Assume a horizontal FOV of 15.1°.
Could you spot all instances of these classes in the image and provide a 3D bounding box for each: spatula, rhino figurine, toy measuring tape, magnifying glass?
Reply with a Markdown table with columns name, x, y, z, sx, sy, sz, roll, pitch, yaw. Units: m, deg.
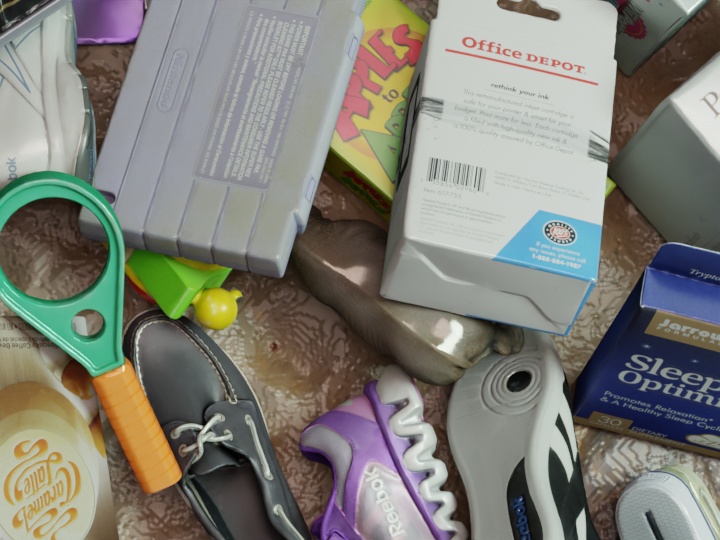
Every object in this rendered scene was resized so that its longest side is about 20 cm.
| name | x | y | z | sx | sy | sz | roll | pitch | yaw |
| --- | --- | --- | --- | --- | --- | --- | --- | --- | --- |
| spatula | -0.098 | -0.169 | 1.656 | 0.198 | 0.021 | 0.057 | -3 | 79 | 11 |
| rhino figurine | 0.000 | 0.000 | 1.608 | 0.200 | 0.087 | 0.060 | 37 | 105 | 15 |
| toy measuring tape | -0.130 | -0.042 | 1.628 | 0.073 | 0.074 | 0.200 | -34 | 67 | -12 |
| magnifying glass | -0.151 | 0.037 | 1.533 | 0.079 | 0.022 | 0.201 | -23 | 112 | -1 |

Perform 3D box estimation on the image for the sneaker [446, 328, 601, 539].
| name | x | y | z | sx | sy | sz | roll | pitch | yaw |
| --- | --- | --- | --- | --- | --- | --- | --- | --- | --- |
| sneaker | 0.106 | 0.135 | 1.618 | 0.073 | 0.112 | 0.201 | -18 | 45 | 21 |

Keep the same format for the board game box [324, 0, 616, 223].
| name | x | y | z | sx | sy | sz | roll | pitch | yaw |
| --- | --- | --- | --- | --- | --- | --- | --- | --- | --- |
| board game box | 0.046 | -0.075 | 1.657 | 0.200 | 0.048 | 0.102 | 40 | 77 | 2 |

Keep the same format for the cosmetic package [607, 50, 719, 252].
| name | x | y | z | sx | sy | sz | roll | pitch | yaw |
| --- | --- | --- | --- | --- | --- | --- | --- | --- | --- |
| cosmetic package | 0.284 | -0.057 | 1.624 | 0.165 | 0.165 | 0.200 | -40 | 86 | -14 |

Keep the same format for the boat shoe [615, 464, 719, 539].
| name | x | y | z | sx | sy | sz | roll | pitch | yaw |
| --- | --- | --- | --- | --- | --- | --- | --- | --- | --- |
| boat shoe | 0.215 | 0.208 | 1.615 | 0.062 | 0.072 | 0.201 | -24 | 95 | -55 |

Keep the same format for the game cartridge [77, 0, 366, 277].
| name | x | y | z | sx | sy | sz | roll | pitch | yaw |
| --- | --- | --- | --- | --- | --- | --- | --- | --- | --- |
| game cartridge | -0.076 | -0.098 | 1.591 | 0.129 | 0.038 | 0.201 | 13 | 67 | 7 |

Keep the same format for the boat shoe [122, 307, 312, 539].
| name | x | y | z | sx | sy | sz | roll | pitch | yaw |
| --- | --- | --- | --- | --- | --- | --- | --- | --- | --- |
| boat shoe | -0.080 | 0.108 | 1.596 | 0.072 | 0.063 | 0.201 | -25 | 83 | -11 |

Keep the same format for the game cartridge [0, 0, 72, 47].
| name | x | y | z | sx | sy | sz | roll | pitch | yaw |
| --- | --- | --- | --- | --- | --- | --- | --- | --- | --- |
| game cartridge | -0.235 | -0.158 | 1.577 | 0.199 | 0.133 | 0.041 | -34 | 116 | -3 |

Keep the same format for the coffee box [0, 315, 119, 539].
| name | x | y | z | sx | sy | sz | roll | pitch | yaw |
| --- | --- | --- | --- | --- | --- | --- | --- | --- | --- |
| coffee box | -0.205 | 0.131 | 1.541 | 0.114 | 0.079 | 0.201 | 0 | 76 | -48 |

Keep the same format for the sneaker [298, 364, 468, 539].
| name | x | y | z | sx | sy | sz | roll | pitch | yaw |
| --- | --- | --- | --- | --- | --- | --- | --- | --- | --- |
| sneaker | 0.020 | 0.161 | 1.596 | 0.088 | 0.081 | 0.201 | -19 | 77 | -5 |

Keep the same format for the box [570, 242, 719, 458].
| name | x | y | z | sx | sy | sz | roll | pitch | yaw |
| --- | --- | --- | --- | --- | --- | --- | --- | --- | --- |
| box | 0.203 | 0.052 | 1.575 | 0.120 | 0.200 | 0.033 | 14 | 61 | -4 |

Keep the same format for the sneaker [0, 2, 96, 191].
| name | x | y | z | sx | sy | sz | roll | pitch | yaw |
| --- | --- | --- | --- | --- | --- | --- | --- | --- | --- |
| sneaker | -0.204 | -0.117 | 1.579 | 0.086 | 0.075 | 0.201 | -6 | 39 | -9 |

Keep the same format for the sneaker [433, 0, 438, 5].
| name | x | y | z | sx | sy | sz | roll | pitch | yaw |
| --- | --- | --- | --- | --- | --- | --- | --- | --- | --- |
| sneaker | -0.003 | -0.239 | 1.670 | 0.199 | 0.077 | 0.081 | 30 | 79 | 1 |

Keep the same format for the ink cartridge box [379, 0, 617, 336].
| name | x | y | z | sx | sy | sz | roll | pitch | yaw |
| --- | --- | --- | --- | --- | --- | --- | --- | --- | --- |
| ink cartridge box | 0.083 | -0.072 | 1.585 | 0.115 | 0.068 | 0.201 | 13 | 56 | -6 |

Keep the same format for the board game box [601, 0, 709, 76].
| name | x | y | z | sx | sy | sz | roll | pitch | yaw |
| --- | --- | --- | --- | --- | --- | --- | --- | --- | --- |
| board game box | 0.229 | -0.221 | 1.659 | 0.200 | 0.148 | 0.064 | -44 | 88 | -14 |
